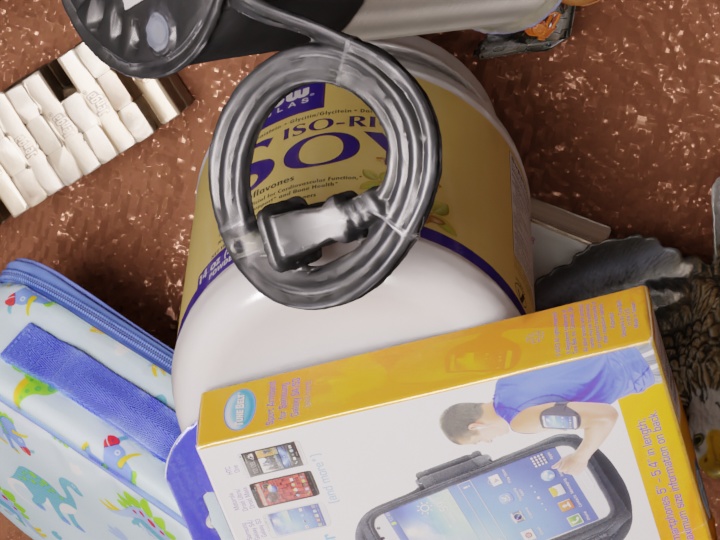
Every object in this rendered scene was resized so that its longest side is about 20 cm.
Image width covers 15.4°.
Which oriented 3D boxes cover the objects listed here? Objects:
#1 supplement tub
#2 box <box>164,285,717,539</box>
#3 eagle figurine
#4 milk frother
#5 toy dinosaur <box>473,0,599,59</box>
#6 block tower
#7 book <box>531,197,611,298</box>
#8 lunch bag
[{"bbox_3d":[0.000,0.000,1.099,0.145,0.200,0.146,0,124,1],"label":"supplement tub"},{"bbox_3d":[0.028,0.085,1.011,0.199,0.042,0.119,-15,122,8],"label":"box"},{"bbox_3d":[0.140,0.055,1.182,0.200,0.151,0.152,-31,84,24],"label":"eagle figurine"},{"bbox_3d":[0.007,-0.098,1.009,0.180,0.188,0.201,4,102,50],"label":"milk frother"},{"bbox_3d":[0.084,-0.164,1.175,0.199,0.102,0.136,-20,117,-6],"label":"toy dinosaur"},{"bbox_3d":[-0.179,-0.046,1.245,0.200,0.054,0.058,-32,97,14],"label":"block tower"},{"bbox_3d":[0.021,0.051,1.251,0.133,0.048,0.201,21,107,8],"label":"book"},{"bbox_3d":[-0.096,0.090,1.194,0.200,0.161,0.083,30,67,23],"label":"lunch bag"}]
